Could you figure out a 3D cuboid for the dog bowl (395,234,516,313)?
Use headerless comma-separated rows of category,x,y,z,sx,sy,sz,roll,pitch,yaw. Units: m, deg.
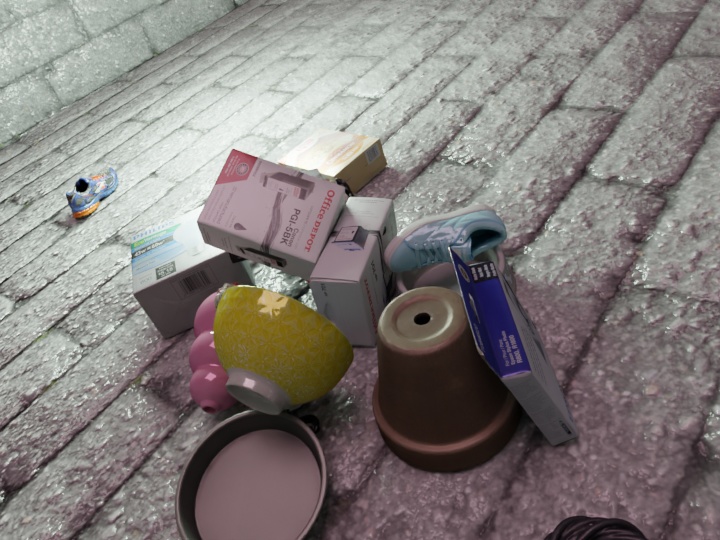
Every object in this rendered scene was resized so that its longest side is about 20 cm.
dog bowl,0.147,0.014,0.956,0.198,0.059,0.201,-12,39,10

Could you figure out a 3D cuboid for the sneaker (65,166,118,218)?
sneaker,-0.738,-0.231,1.641,0.074,0.079,0.201,-6,40,17

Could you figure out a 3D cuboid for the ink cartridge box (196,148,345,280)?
ink cartridge box,-0.138,-0.088,0.955,0.198,0.083,0.148,18,68,3

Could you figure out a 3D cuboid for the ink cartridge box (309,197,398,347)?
ink cartridge box,0.000,0.000,0.964,0.085,0.148,0.201,3,44,18

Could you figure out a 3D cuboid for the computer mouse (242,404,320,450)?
computer mouse,-0.112,0.176,0.888,0.108,0.044,0.201,-15,38,9

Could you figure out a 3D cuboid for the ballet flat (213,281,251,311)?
ballet flat,-0.134,0.073,0.913,0.063,0.199,0.077,3,76,44

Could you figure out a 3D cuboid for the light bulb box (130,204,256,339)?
light bulb box,-0.322,-0.009,1.143,0.196,0.126,0.201,-25,39,-6

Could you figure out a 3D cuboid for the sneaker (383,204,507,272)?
sneaker,0.134,-0.042,0.921,0.198,0.074,0.082,-25,34,-4

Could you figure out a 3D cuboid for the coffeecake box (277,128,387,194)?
coffeecake box,-0.065,-0.243,1.352,0.199,0.074,0.153,21,54,41

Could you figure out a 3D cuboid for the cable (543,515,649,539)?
cable,0.243,0.327,0.548,0.162,0.051,0.200,-26,35,-15

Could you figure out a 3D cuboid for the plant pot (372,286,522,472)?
plant pot,0.098,0.121,0.754,0.198,0.176,0.201,-12,39,9

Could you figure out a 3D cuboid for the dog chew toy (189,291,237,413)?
dog chew toy,-0.213,0.129,0.937,0.123,0.125,0.202,-7,48,16

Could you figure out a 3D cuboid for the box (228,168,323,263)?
box,-0.148,-0.102,1.064,0.198,0.049,0.159,-14,45,-10

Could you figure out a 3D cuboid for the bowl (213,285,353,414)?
bowl,-0.119,0.122,0.783,0.198,0.201,0.108,6,55,30

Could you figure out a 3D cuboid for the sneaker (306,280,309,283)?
sneaker,-0.053,-0.037,1.106,0.084,0.075,0.200,-42,10,30

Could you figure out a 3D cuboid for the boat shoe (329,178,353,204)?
boat shoe,-0.085,-0.090,1.190,0.200,0.093,0.075,-44,77,5

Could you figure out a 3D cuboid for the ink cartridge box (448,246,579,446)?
ink cartridge box,0.188,0.083,0.737,0.040,0.200,0.201,-30,35,19

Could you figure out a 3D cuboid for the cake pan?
cake pan,-0.134,0.276,0.753,0.198,0.037,0.202,-7,51,9
